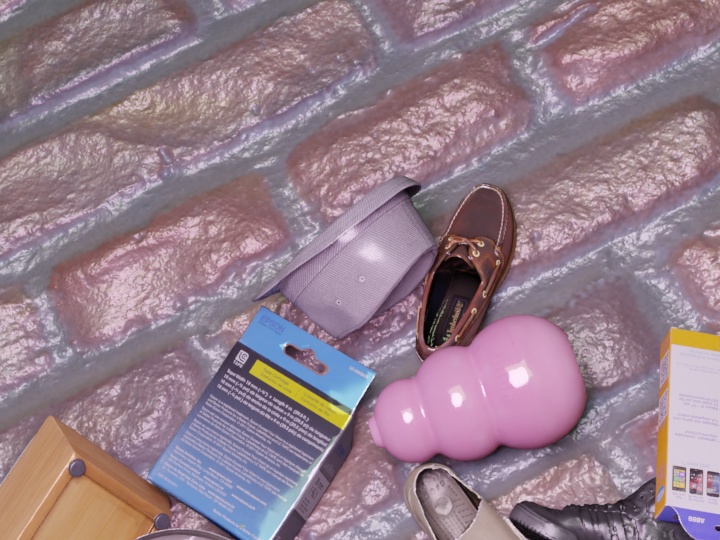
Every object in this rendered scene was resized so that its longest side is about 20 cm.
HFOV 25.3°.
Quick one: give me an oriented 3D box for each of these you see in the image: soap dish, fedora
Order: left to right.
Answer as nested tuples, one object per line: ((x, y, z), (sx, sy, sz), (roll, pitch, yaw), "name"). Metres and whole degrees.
((-0.280, 0.261, 1.490), (0.081, 0.157, 0.200), (13, 67, 54), "soap dish")
((0.000, 0.000, 1.532), (0.200, 0.177, 0.090), (-42, 84, 24), "fedora")

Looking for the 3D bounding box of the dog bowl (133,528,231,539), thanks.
((-0.164, 0.335, 1.454), (0.199, 0.059, 0.201), (1, 83, -10), "dog bowl")

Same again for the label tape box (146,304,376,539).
((-0.088, 0.157, 1.540), (0.144, 0.063, 0.200), (29, 78, 21), "label tape box")

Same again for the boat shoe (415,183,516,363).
((0.102, 0.002, 1.558), (0.070, 0.070, 0.201), (9, 70, 19), "boat shoe")

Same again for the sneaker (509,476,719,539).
((0.243, 0.229, 1.446), (0.199, 0.060, 0.105), (26, 75, 16), "sneaker")

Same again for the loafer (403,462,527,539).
((0.106, 0.252, 1.458), (0.076, 0.068, 0.200), (-45, 66, -5), "loafer")

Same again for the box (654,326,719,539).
((0.326, 0.155, 1.433), (0.118, 0.042, 0.201), (10, 62, -2), "box")

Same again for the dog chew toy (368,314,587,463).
((0.104, 0.118, 1.478), (0.199, 0.125, 0.125), (-18, 66, 2), "dog chew toy")
